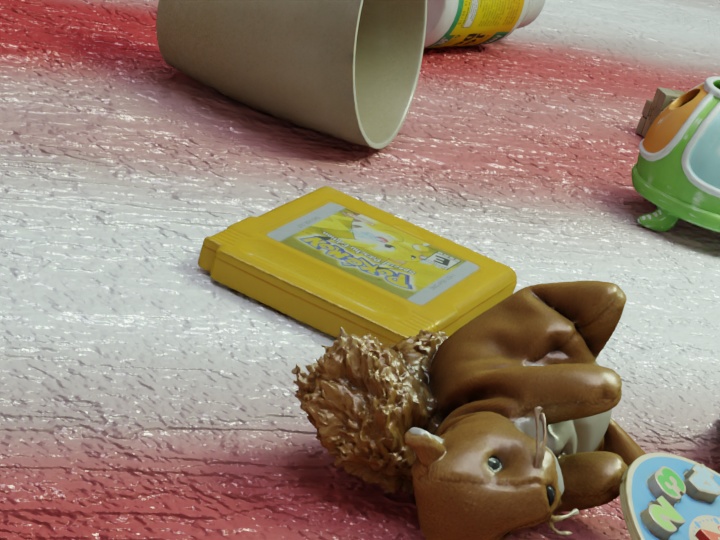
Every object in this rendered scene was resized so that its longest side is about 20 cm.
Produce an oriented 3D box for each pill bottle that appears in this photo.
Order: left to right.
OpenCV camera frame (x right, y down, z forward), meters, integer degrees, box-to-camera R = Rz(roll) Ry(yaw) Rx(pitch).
[{"bbox_3d":[0.104,-0.287,2.368,0.113,0.113,0.200,30,24,30],"label":"pill bottle"}]

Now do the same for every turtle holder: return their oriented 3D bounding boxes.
[{"bbox_3d":[0.336,-0.088,2.020,0.185,0.132,0.141,26,21,23],"label":"turtle holder"}]

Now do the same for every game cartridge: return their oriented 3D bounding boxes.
[{"bbox_3d":[0.000,0.000,1.664,0.176,0.032,0.200,24,20,18],"label":"game cartridge"}]

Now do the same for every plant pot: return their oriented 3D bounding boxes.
[{"bbox_3d":[-0.066,-0.210,1.978,0.200,0.187,0.187,9,17,19],"label":"plant pot"}]

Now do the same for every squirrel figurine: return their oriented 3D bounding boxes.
[{"bbox_3d":[0.059,0.102,1.352,0.200,0.142,0.187,6,28,24],"label":"squirrel figurine"}]

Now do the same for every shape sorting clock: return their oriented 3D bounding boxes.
[{"bbox_3d":[0.226,0.180,1.304,0.200,0.039,0.200,31,29,-20],"label":"shape sorting clock"}]

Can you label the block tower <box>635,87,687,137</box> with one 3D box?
[{"bbox_3d":[0.338,-0.115,2.203,0.058,0.054,0.200,6,23,-28],"label":"block tower"}]
